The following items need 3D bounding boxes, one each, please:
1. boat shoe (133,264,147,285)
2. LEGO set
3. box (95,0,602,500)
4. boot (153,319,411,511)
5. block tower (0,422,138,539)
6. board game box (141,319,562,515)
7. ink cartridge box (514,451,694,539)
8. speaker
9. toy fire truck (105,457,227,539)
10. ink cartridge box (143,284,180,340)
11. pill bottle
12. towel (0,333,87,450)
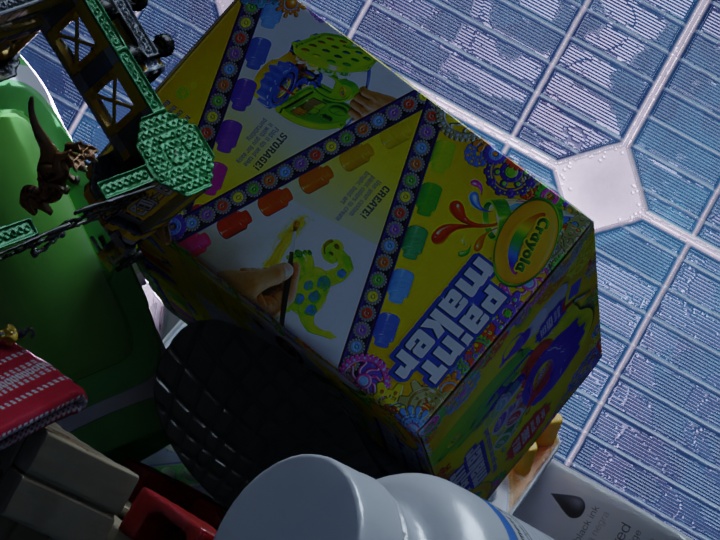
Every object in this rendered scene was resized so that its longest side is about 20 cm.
[{"bbox_3d":[-0.138,-0.012,1.424,0.070,0.200,0.071,67,13,6],"label":"boat shoe"},{"bbox_3d":[-0.166,-0.038,0.999,0.154,0.116,0.200,53,41,-1],"label":"LEGO set"},{"bbox_3d":[0.000,0.000,1.205,0.192,0.122,0.200,38,-11,16],"label":"box"},{"bbox_3d":[-0.014,0.103,1.173,0.200,0.070,0.132,43,-6,-1],"label":"boot"},{"bbox_3d":[-0.177,0.059,1.051,0.200,0.054,0.058,26,-5,45],"label":"block tower"},{"bbox_3d":[-0.026,0.091,1.296,0.199,0.200,0.026,29,-41,12],"label":"board game box"},{"bbox_3d":[0.070,0.165,1.375,0.199,0.146,0.083,28,-2,32],"label":"ink cartridge box"},{"bbox_3d":[-0.154,-0.002,1.212,0.201,0.088,0.088,65,4,10],"label":"speaker"},{"bbox_3d":[-0.080,0.121,1.114,0.141,0.049,0.200,32,-3,-35],"label":"toy fire truck"},{"bbox_3d":[-0.082,0.074,1.476,0.083,0.147,0.200,4,1,-9],"label":"ink cartridge box"},{"bbox_3d":[0.035,0.146,1.017,0.200,0.113,0.112,31,-3,-39],"label":"pill bottle"},{"bbox_3d":[-0.214,0.020,0.952,0.199,0.023,0.145,29,23,16],"label":"towel"}]
